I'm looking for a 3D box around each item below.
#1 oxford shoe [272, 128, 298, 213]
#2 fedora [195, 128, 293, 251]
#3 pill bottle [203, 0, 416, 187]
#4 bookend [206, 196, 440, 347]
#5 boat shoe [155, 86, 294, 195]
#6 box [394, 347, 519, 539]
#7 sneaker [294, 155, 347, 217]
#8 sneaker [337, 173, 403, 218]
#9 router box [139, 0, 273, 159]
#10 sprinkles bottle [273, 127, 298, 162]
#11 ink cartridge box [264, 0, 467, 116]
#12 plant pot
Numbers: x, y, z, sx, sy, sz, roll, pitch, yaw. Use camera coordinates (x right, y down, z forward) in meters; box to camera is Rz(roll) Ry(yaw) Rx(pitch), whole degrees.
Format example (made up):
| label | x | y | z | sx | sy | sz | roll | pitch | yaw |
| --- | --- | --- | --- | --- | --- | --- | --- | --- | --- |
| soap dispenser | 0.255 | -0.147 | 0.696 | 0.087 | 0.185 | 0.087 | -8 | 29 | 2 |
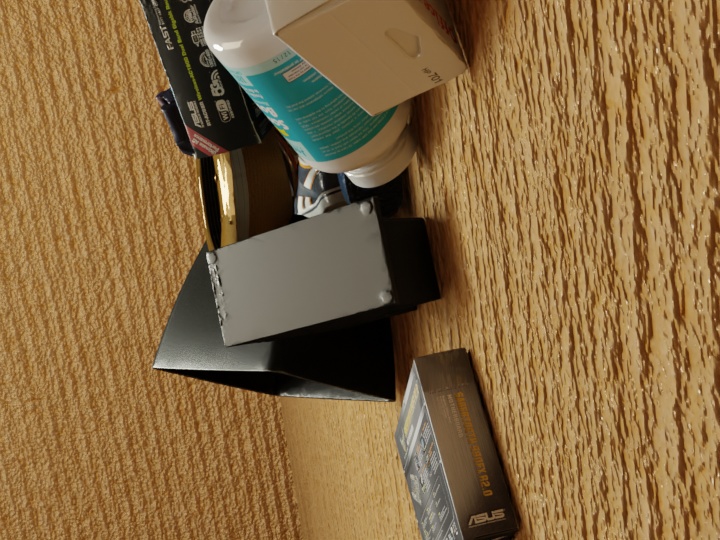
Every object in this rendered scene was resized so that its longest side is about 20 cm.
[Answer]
| label | x | y | z | sx | sy | sz | roll | pitch | yaw |
| --- | --- | --- | --- | --- | --- | --- | --- | --- | --- |
| oxford shoe | -0.115 | -0.095 | 1.429 | 0.071 | 0.072 | 0.201 | -37 | 72 | 54 |
| fedora | -0.116 | -0.084 | 1.179 | 0.201 | 0.081 | 0.202 | 172 | 90 | -76 |
| pill bottle | -0.031 | -0.156 | 0.956 | 0.200 | 0.111 | 0.111 | 49 | -167 | -39 |
| bookend | 0.000 | 0.000 | 1.084 | 0.199 | 0.198 | 0.093 | -16 | 84 | 37 |
| boat shoe | -0.150 | -0.141 | 1.291 | 0.200 | 0.092 | 0.075 | 63 | 179 | -39 |
| box | 0.079 | 0.180 | 1.023 | 0.200 | 0.048 | 0.159 | 97 | 161 | -63 |
| sneaker | -0.034 | -0.097 | 1.319 | 0.200 | 0.078 | 0.080 | 147 | 109 | -72 |
| sneaker | -0.002 | -0.147 | 1.086 | 0.078 | 0.066 | 0.201 | -115 | 16 | -68 |
| router box | -0.119 | -0.203 | 1.045 | 0.200 | 0.062 | 0.150 | -69 | -36 | -66 |
| sprinkles bottle | -0.084 | -0.167 | 1.476 | 0.068 | 0.068 | 0.201 | -110 | 22 | -46 |
| ink cartridge box | -0.012 | -0.230 | 0.804 | 0.146 | 0.086 | 0.201 | 30 | -138 | -58 |
| plant pot | -0.083 | 0.041 | 1.294 | 0.199 | 0.199 | 0.178 | -1 | 76 | 41 |
